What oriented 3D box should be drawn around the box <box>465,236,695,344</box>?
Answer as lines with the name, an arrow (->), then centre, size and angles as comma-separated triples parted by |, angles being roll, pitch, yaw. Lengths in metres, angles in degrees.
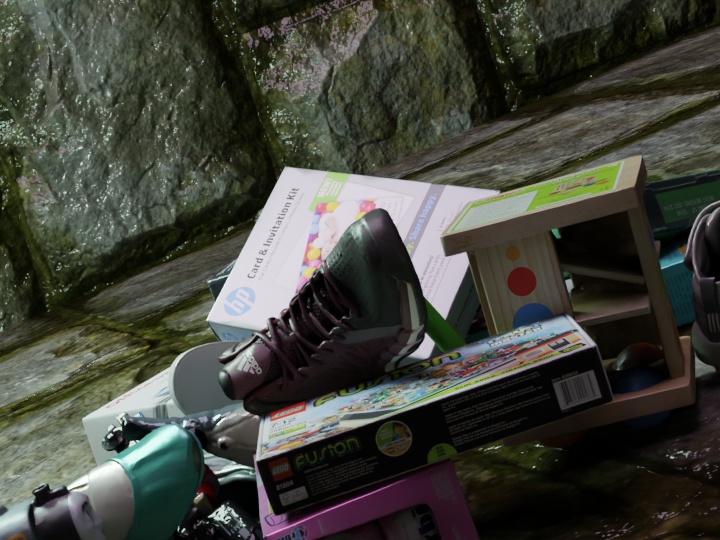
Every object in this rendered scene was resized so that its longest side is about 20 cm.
box -> 0.181, 0.032, 1.329 | 0.198, 0.050, 0.082 | -20, 8, 9

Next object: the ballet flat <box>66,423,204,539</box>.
ballet flat -> -0.172, 0.168, 1.114 | 0.070, 0.068, 0.200 | -1, -34, -38

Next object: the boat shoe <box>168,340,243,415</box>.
boat shoe -> -0.053, 0.097, 1.246 | 0.198, 0.072, 0.064 | 14, -8, -25

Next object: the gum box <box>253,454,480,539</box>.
gum box -> 0.001, 0.142, 1.025 | 0.112, 0.067, 0.200 | -21, 9, -2

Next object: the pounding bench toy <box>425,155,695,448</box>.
pounding bench toy -> 0.105, 0.035, 1.105 | 0.198, 0.158, 0.124 | -14, 9, 14

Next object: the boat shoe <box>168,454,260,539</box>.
boat shoe -> -0.135, 0.168, 1.192 | 0.198, 0.074, 0.062 | -14, 6, 14

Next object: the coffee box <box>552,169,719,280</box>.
coffee box -> 0.202, -0.021, 1.402 | 0.122, 0.044, 0.200 | -11, -13, -35

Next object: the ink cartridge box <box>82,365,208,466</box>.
ink cartridge box -> -0.104, 0.118, 1.388 | 0.198, 0.087, 0.146 | -12, 12, 39

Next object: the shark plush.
shark plush -> -0.060, 0.116, 1.163 | 0.198, 0.092, 0.083 | -13, 14, -12

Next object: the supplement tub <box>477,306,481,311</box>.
supplement tub -> 0.042, 0.006, 1.457 | 0.121, 0.124, 0.200 | -20, -7, 7

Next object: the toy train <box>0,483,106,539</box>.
toy train -> -0.238, 0.208, 1.047 | 0.198, 0.115, 0.085 | -21, 9, 1

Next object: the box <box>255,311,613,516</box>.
box -> 0.039, 0.080, 0.984 | 0.198, 0.035, 0.110 | -19, 9, 0

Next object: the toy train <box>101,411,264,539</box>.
toy train -> -0.117, 0.146, 1.142 | 0.046, 0.034, 0.200 | -40, 40, -13

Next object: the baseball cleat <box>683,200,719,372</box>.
baseball cleat -> 0.272, -0.009, 1.168 | 0.069, 0.108, 0.200 | -2, 21, 24

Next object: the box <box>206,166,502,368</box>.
box -> 0.000, 0.000, 1.308 | 0.198, 0.041, 0.157 | 8, 58, 31

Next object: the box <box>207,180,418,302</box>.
box -> -0.026, 0.009, 1.750 | 0.196, 0.124, 0.200 | -20, 8, 16

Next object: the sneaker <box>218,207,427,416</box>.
sneaker -> -0.029, 0.042, 1.025 | 0.114, 0.076, 0.201 | -20, -24, -16
